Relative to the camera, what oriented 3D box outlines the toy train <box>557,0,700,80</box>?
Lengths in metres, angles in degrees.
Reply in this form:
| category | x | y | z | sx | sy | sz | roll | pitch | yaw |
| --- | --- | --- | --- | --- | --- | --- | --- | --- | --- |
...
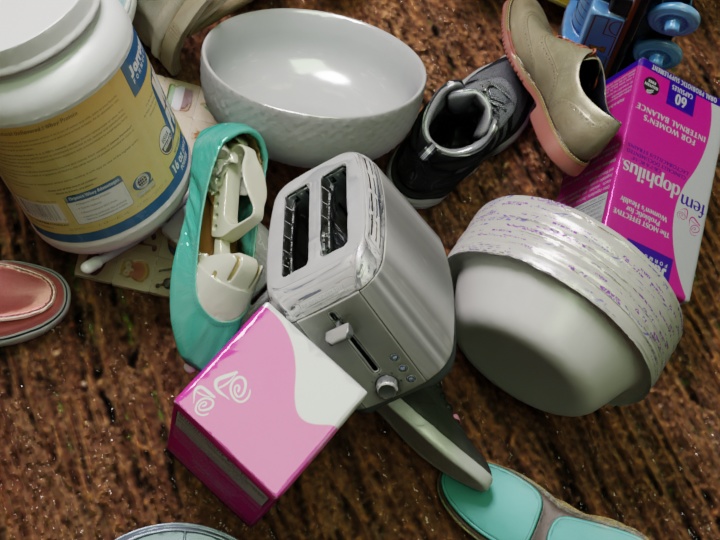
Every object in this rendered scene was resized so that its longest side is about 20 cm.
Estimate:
| category | x | y | z | sx | sy | sz | roll | pitch | yaw |
| --- | --- | --- | --- | --- | --- | --- | --- | --- | --- |
| toy train | 0.245 | -0.233 | 1.069 | 0.113 | 0.200 | 0.088 | 14 | 71 | 4 |

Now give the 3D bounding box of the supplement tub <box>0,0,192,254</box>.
| category | x | y | z | sx | sy | sz | roll | pitch | yaw |
| --- | --- | --- | --- | --- | --- | --- | --- | --- | --- |
| supplement tub | -0.224 | -0.127 | 0.889 | 0.143 | 0.201 | 0.146 | -9 | 48 | 10 |

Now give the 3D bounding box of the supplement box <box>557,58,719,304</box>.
| category | x | y | z | sx | sy | sz | roll | pitch | yaw |
| --- | --- | --- | --- | --- | --- | --- | --- | --- | --- |
| supplement box | 0.247 | -0.070 | 1.052 | 0.100 | 0.103 | 0.202 | 22 | 71 | -17 |

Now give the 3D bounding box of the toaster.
| category | x | y | z | sx | sy | sz | roll | pitch | yaw |
| --- | --- | --- | --- | --- | --- | --- | --- | --- | --- |
| toaster | 0.000 | 0.000 | 0.905 | 0.113 | 0.129 | 0.201 | -24 | 38 | 21 |

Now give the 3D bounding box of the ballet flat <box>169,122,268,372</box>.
| category | x | y | z | sx | sy | sz | roll | pitch | yaw |
| --- | --- | --- | --- | --- | --- | --- | --- | --- | --- |
| ballet flat | -0.106 | -0.023 | 0.901 | 0.067 | 0.070 | 0.203 | 13 | 73 | -38 |

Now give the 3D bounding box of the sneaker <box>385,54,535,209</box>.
| category | x | y | z | sx | sy | sz | roll | pitch | yaw |
| --- | --- | --- | --- | --- | --- | --- | --- | --- | --- |
| sneaker | 0.109 | -0.143 | 1.052 | 0.075 | 0.114 | 0.200 | 44 | 69 | 3 |

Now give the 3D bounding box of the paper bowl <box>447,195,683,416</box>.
| category | x | y | z | sx | sy | sz | roll | pitch | yaw |
| --- | --- | --- | --- | --- | --- | --- | --- | --- | --- |
| paper bowl | 0.156 | 0.042 | 0.959 | 0.200 | 0.201 | 0.105 | 35 | 68 | 1 |

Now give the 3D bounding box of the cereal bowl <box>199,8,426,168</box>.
| category | x | y | z | sx | sy | sz | roll | pitch | yaw |
| --- | --- | --- | --- | --- | --- | --- | --- | --- | --- |
| cereal bowl | -0.043 | -0.149 | 1.015 | 0.197 | 0.084 | 0.201 | 6 | 36 | -5 |

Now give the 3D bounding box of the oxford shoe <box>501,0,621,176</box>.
| category | x | y | z | sx | sy | sz | roll | pitch | yaw |
| --- | --- | --- | --- | --- | --- | --- | --- | --- | --- |
| oxford shoe | 0.184 | -0.181 | 1.044 | 0.070 | 0.075 | 0.202 | 16 | 47 | -43 |

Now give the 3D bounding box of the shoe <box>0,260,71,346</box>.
| category | x | y | z | sx | sy | sz | roll | pitch | yaw |
| --- | --- | --- | --- | --- | --- | --- | --- | --- | --- |
| shoe | -0.333 | 0.016 | 0.921 | 0.197 | 0.091 | 0.072 | 1 | 73 | -12 |

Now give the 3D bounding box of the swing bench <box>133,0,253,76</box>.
| category | x | y | z | sx | sy | sz | roll | pitch | yaw |
| --- | --- | --- | --- | --- | --- | --- | --- | --- | --- |
| swing bench | -0.162 | -0.324 | 1.043 | 0.200 | 0.130 | 0.199 | -42 | 86 | -20 |

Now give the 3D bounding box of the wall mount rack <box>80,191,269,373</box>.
| category | x | y | z | sx | sy | sz | roll | pitch | yaw |
| --- | --- | --- | --- | --- | --- | --- | --- | --- | --- |
| wall mount rack | -0.129 | -0.012 | 0.976 | 0.200 | 0.075 | 0.174 | 42 | 72 | 4 |

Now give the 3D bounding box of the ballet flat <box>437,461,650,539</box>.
| category | x | y | z | sx | sy | sz | roll | pitch | yaw |
| --- | --- | --- | --- | --- | --- | --- | --- | --- | --- |
| ballet flat | 0.155 | 0.220 | 0.970 | 0.198 | 0.071 | 0.071 | 19 | 67 | 27 |

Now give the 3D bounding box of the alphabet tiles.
| category | x | y | z | sx | sy | sz | roll | pitch | yaw |
| --- | --- | --- | --- | --- | --- | --- | --- | --- | --- |
| alphabet tiles | -0.180 | -0.078 | 1.028 | 0.165 | 0.008 | 0.202 | 14 | 71 | -8 |

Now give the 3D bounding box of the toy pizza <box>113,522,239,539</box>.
| category | x | y | z | sx | sy | sz | roll | pitch | yaw |
| --- | --- | --- | --- | --- | --- | --- | --- | --- | --- |
| toy pizza | -0.146 | 0.301 | 0.906 | 0.197 | 0.032 | 0.203 | 3 | 74 | -11 |

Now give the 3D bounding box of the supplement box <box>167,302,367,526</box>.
| category | x | y | z | sx | sy | sz | roll | pitch | yaw |
| --- | --- | --- | --- | --- | --- | --- | --- | --- | --- |
| supplement box | -0.077 | 0.117 | 0.887 | 0.103 | 0.200 | 0.101 | 42 | 69 | 3 |

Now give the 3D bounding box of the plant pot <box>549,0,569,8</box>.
| category | x | y | z | sx | sy | sz | roll | pitch | yaw |
| --- | --- | --- | --- | --- | --- | --- | --- | --- | --- |
| plant pot | 0.207 | -0.392 | 1.098 | 0.198 | 0.200 | 0.178 | 16 | 52 | -26 |

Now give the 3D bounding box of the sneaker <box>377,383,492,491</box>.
| category | x | y | z | sx | sy | sz | roll | pitch | yaw |
| --- | --- | --- | --- | --- | --- | --- | --- | --- | --- |
| sneaker | 0.057 | 0.090 | 0.983 | 0.200 | 0.071 | 0.099 | 43 | 72 | 15 |

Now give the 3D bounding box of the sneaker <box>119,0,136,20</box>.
| category | x | y | z | sx | sy | sz | roll | pitch | yaw |
| --- | --- | --- | --- | --- | --- | --- | --- | --- | --- |
| sneaker | -0.280 | -0.196 | 0.948 | 0.200 | 0.131 | 0.080 | -44 | 66 | -1 |
